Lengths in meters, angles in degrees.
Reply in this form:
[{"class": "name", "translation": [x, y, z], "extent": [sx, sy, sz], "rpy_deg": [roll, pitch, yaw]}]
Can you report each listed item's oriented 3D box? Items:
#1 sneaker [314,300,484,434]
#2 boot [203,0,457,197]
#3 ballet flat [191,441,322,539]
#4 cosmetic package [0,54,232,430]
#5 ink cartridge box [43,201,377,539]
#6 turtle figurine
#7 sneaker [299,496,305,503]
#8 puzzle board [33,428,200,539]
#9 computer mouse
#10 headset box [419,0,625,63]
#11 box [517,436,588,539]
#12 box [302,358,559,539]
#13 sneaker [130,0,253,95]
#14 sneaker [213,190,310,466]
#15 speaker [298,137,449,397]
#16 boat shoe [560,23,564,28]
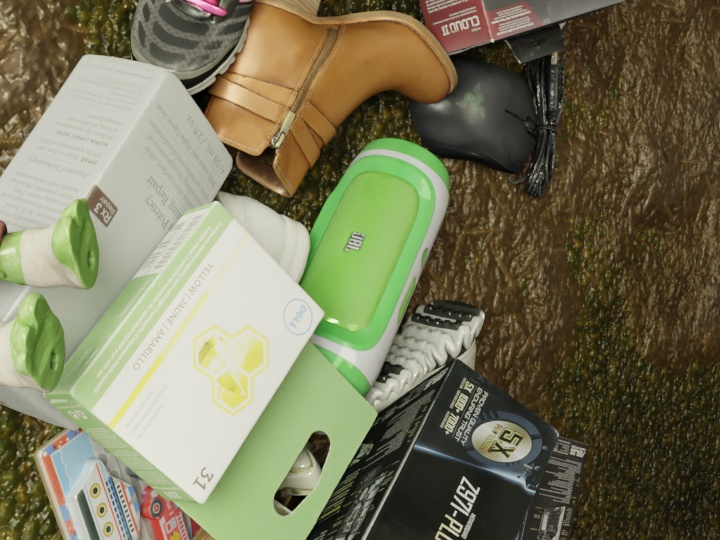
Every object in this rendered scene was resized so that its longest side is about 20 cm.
[{"class": "sneaker", "translation": [0.032, 0.093, 0.866], "extent": [0.200, 0.075, 0.081], "rpy_deg": [-24, 119, -41]}, {"class": "boot", "translation": [-0.021, -0.124, 0.781], "extent": [0.200, 0.077, 0.156], "rpy_deg": [28, 73, -42]}, {"class": "ballet flat", "translation": [-0.068, 0.159, 0.735], "extent": [0.068, 0.072, 0.200], "rpy_deg": [61, 39, -36]}, {"class": "cosmetic package", "translation": [-0.165, -0.018, 0.635], "extent": [0.200, 0.074, 0.102], "rpy_deg": [-65, 150, -20]}, {"class": "ink cartridge box", "translation": [-0.069, 0.080, 0.647], "extent": [0.200, 0.048, 0.146], "rpy_deg": [47, 58, -23]}, {"class": "turtle figurine", "translation": [-0.232, -0.014, 0.492], "extent": [0.144, 0.193, 0.200], "rpy_deg": [-69, 161, -76]}, {"class": "sneaker", "translation": [-0.033, 0.211, 0.821], "extent": [0.200, 0.073, 0.082], "rpy_deg": [-41, 105, -41]}, {"class": "puzzle board", "translation": [-0.130, 0.170, 0.716], "extent": [0.151, 0.017, 0.200], "rpy_deg": [-40, 122, -54]}, {"class": "computer mouse", "translation": [0.125, -0.140, 0.945], "extent": [0.200, 0.053, 0.139], "rpy_deg": [3, 93, -45]}, {"class": "headset box", "translation": [0.112, -0.261, 0.824], "extent": [0.148, 0.075, 0.200], "rpy_deg": [-22, 102, -31]}, {"class": "box", "translation": [0.122, 0.215, 0.978], "extent": [0.200, 0.050, 0.158], "rpy_deg": [20, 80, -44]}, {"class": "box", "translation": [0.019, 0.172, 0.700], "extent": [0.086, 0.200, 0.164], "rpy_deg": [36, 56, -6]}, {"class": "sneaker", "translation": [-0.087, -0.205, 0.679], "extent": [0.074, 0.087, 0.200], "rpy_deg": [28, 76, 1]}, {"class": "sneaker", "translation": [-0.099, 0.038, 0.721], "extent": [0.088, 0.075, 0.200], "rpy_deg": [31, 53, -31]}, {"class": "speaker", "translation": [0.000, 0.000, 0.799], "extent": [0.088, 0.088, 0.200], "rpy_deg": [46, 56, -37]}, {"class": "boat shoe", "translation": [0.093, -0.248, 0.901], "extent": [0.200, 0.072, 0.071], "rpy_deg": [35, 77, -30]}]
